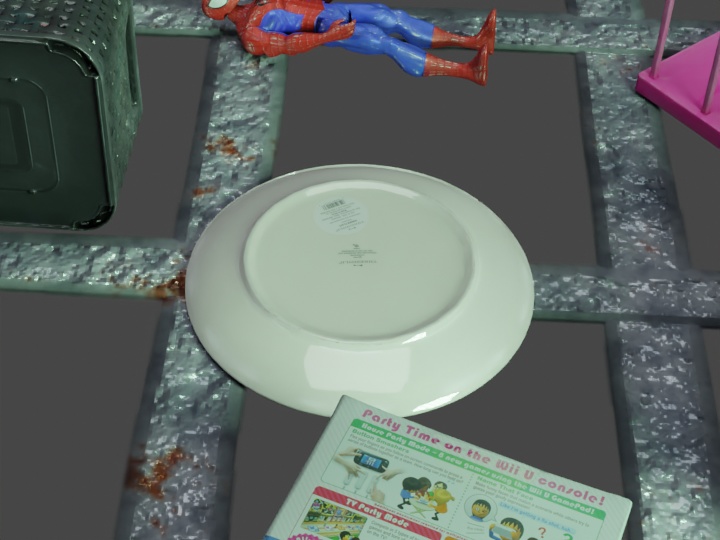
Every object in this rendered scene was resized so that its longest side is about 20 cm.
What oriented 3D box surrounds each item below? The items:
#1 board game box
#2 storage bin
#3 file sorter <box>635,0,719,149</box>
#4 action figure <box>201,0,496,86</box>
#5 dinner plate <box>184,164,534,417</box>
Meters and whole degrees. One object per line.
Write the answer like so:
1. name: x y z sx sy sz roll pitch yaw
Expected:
1. board game box: 0.017 0.164 0.624 0.146 0.065 0.201 19 48 15
2. storage bin: -0.234 -0.107 0.835 0.198 0.136 0.094 3 44 1
3. file sorter: 0.297 -0.136 0.896 0.138 0.126 0.200 -27 52 -27
4. action figure: -0.010 -0.166 0.971 0.198 0.052 0.066 7 48 8
5. dinner plate: 0.000 0.000 0.819 0.198 0.024 0.201 1 44 -1
